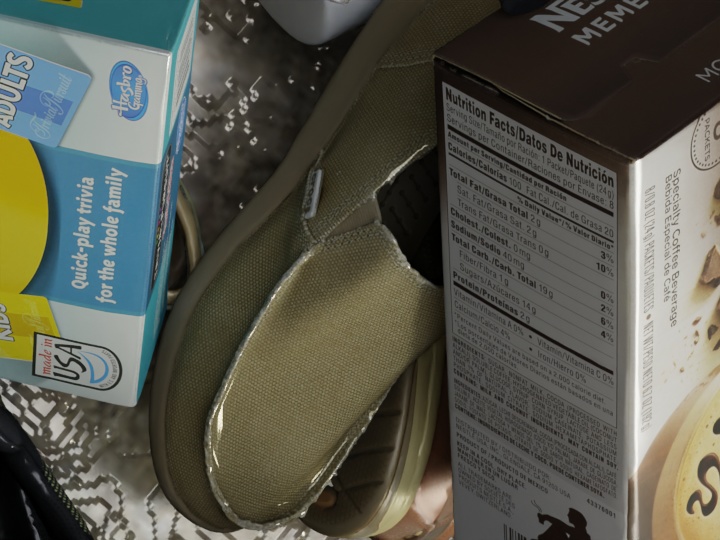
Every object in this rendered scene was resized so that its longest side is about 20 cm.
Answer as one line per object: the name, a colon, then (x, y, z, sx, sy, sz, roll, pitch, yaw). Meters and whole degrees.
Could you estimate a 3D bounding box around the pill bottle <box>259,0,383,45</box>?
pill bottle: (0.048, -0.163, 0.905, 0.200, 0.114, 0.114, -29, 98, -15)

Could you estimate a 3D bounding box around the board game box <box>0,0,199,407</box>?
board game box: (-0.153, -0.044, 0.801, 0.199, 0.151, 0.047, 12, 46, 2)

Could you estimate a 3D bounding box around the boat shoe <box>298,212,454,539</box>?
boat shoe: (0.033, -0.002, 0.931, 0.067, 0.072, 0.201, 19, 87, -42)

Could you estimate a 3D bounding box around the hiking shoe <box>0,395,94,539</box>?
hiking shoe: (-0.111, 0.128, 0.865, 0.076, 0.101, 0.201, -23, 97, -15)

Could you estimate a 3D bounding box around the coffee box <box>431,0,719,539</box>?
coffee box: (0.090, 0.004, 0.837, 0.113, 0.080, 0.200, -34, 137, -32)

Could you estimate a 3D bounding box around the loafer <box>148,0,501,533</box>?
loafer: (0.000, 0.000, 0.859, 0.076, 0.067, 0.200, 19, 101, -41)

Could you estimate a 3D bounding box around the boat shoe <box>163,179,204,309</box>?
boat shoe: (-0.110, -0.074, 0.884, 0.073, 0.063, 0.200, -38, 100, -13)

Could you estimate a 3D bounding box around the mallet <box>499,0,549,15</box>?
mallet: (0.023, -0.171, 0.797, 0.066, 0.041, 0.200, -37, 68, 23)

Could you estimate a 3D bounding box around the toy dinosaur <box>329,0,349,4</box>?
toy dinosaur: (-0.094, -0.143, 0.793, 0.199, 0.136, 0.086, 7, 115, 2)
